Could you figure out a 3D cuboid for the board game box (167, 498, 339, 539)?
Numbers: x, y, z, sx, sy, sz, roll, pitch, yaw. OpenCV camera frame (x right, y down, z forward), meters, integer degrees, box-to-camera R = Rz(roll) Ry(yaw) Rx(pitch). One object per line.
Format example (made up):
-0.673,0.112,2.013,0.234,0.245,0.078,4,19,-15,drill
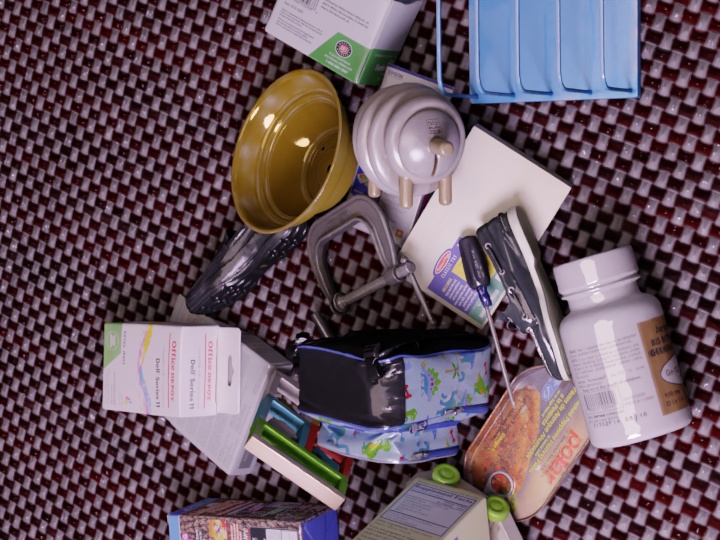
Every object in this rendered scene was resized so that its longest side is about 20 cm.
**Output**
-0.131,0.379,1.735,0.198,0.097,0.161,-2,94,28,board game box

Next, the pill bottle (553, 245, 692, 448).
0.277,0.081,1.484,0.114,0.114,0.202,-17,86,28,pill bottle

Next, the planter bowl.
-0.062,-0.131,1.644,0.200,0.083,0.202,-21,61,43,planter bowl

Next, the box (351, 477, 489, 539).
0.056,0.362,1.519,0.096,0.200,0.177,11,121,35,box

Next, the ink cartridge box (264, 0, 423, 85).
-0.002,-0.339,1.611,0.146,0.083,0.201,33,109,22,ink cartridge box

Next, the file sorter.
0.191,-0.257,1.496,0.198,0.122,0.140,1,95,28,file sorter

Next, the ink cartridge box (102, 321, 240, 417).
-0.243,0.125,1.757,0.199,0.067,0.118,-1,88,42,ink cartridge box

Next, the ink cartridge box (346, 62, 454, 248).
0.048,-0.135,1.630,0.094,0.037,0.202,24,107,25,ink cartridge box

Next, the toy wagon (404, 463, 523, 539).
0.132,0.318,1.601,0.199,0.040,0.156,30,130,21,toy wagon

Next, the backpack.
0.046,0.139,1.560,0.182,0.199,0.148,4,98,49,backpack

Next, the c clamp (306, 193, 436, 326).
0.000,0.000,1.632,0.199,0.027,0.172,-19,89,55,c clamp

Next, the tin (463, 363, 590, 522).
0.198,0.197,1.581,0.112,0.042,0.201,40,111,23,tin

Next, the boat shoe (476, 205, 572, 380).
0.180,0.033,1.530,0.066,0.074,0.201,-20,92,19,boat shoe

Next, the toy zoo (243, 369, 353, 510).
-0.064,0.191,1.636,0.131,0.200,0.021,36,112,-8,toy zoo

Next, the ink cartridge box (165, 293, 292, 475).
-0.188,0.145,1.785,0.200,0.047,0.161,34,110,38,ink cartridge box

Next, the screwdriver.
0.150,0.057,1.549,0.028,0.029,0.202,-29,78,55,screwdriver

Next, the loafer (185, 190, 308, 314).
-0.149,-0.020,1.729,0.200,0.068,0.071,-41,65,21,loafer

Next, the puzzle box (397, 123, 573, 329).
0.137,-0.049,1.580,0.133,0.025,0.201,33,109,6,puzzle box

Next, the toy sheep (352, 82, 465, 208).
0.056,-0.141,1.527,0.200,0.137,0.139,22,107,60,toy sheep

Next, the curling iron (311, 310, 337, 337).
-0.002,0.133,1.682,0.201,0.025,0.050,58,156,15,curling iron
